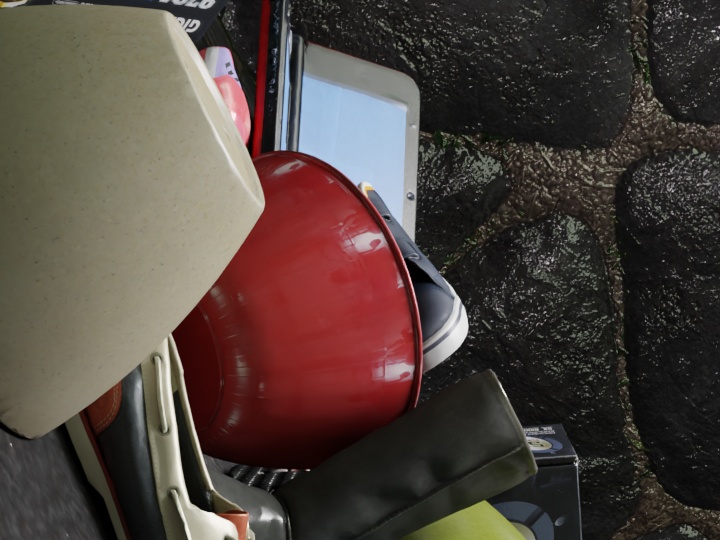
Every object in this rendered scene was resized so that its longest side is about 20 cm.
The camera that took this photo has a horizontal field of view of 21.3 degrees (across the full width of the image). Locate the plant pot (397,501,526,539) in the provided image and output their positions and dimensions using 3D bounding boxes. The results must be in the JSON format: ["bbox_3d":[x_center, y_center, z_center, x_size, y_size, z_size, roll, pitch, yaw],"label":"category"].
[{"bbox_3d":[0.048,0.218,1.178,0.200,0.187,0.187,-102,166,-63],"label":"plant pot"}]

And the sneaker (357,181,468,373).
[{"bbox_3d":[0.000,0.000,1.188,0.079,0.078,0.200,57,-5,-26],"label":"sneaker"}]

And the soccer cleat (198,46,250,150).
[{"bbox_3d":[-0.105,-0.065,1.316,0.200,0.067,0.077,99,-2,-53],"label":"soccer cleat"}]

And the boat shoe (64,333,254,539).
[{"bbox_3d":[-0.087,0.127,0.953,0.071,0.063,0.200,50,16,-84],"label":"boat shoe"}]

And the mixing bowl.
[{"bbox_3d":[-0.070,0.035,1.128,0.200,0.108,0.200,19,-64,45],"label":"mixing bowl"}]

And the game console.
[{"bbox_3d":[-0.014,-0.085,1.344,0.172,0.119,0.200,95,-2,-70],"label":"game console"}]

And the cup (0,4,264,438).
[{"bbox_3d":[-0.129,-0.042,0.882,0.200,0.143,0.200,-25,90,-87],"label":"cup"}]

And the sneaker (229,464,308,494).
[{"bbox_3d":[-0.048,0.176,1.269,0.200,0.070,0.093,-49,132,-89],"label":"sneaker"}]

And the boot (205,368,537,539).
[{"bbox_3d":[-0.008,0.114,1.063,0.182,0.200,0.073,57,11,-61],"label":"boot"}]

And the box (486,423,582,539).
[{"bbox_3d":[0.071,0.218,1.333,0.086,0.164,0.200,-99,-175,-79],"label":"box"}]

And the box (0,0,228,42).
[{"bbox_3d":[-0.180,-0.199,1.034,0.159,0.046,0.200,50,26,22],"label":"box"}]

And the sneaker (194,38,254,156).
[{"bbox_3d":[-0.120,-0.110,1.351,0.200,0.070,0.082,58,7,-24],"label":"sneaker"}]
